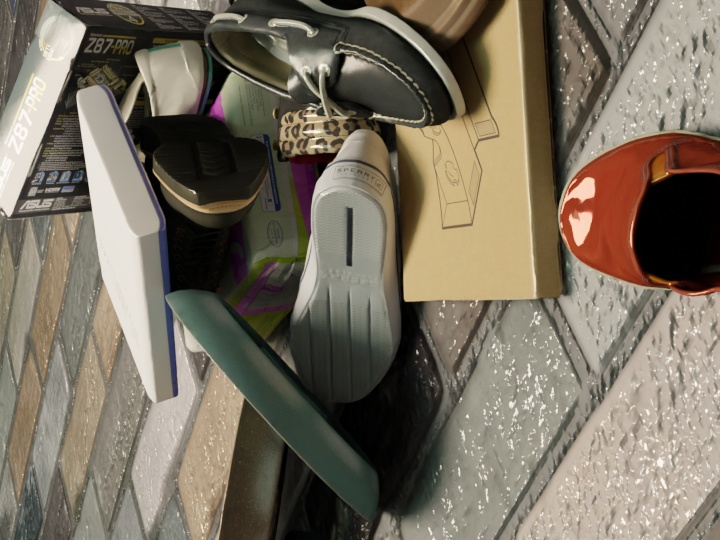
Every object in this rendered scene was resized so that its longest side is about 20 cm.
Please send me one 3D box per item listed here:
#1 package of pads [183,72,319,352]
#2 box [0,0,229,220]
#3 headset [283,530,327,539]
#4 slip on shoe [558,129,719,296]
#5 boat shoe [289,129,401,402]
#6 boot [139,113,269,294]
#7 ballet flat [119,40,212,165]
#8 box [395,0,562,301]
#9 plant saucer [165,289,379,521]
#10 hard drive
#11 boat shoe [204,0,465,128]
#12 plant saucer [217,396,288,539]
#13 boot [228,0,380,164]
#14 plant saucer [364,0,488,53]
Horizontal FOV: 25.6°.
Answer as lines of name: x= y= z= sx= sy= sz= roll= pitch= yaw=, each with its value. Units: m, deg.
package of pads: x=-0.087 y=-0.036 z=1.191 sx=0.200 sy=0.067 sz=0.156 roll=134 pitch=130 yaw=-60
box: x=-0.188 y=-0.122 z=1.212 sx=0.049 sy=0.199 sz=0.162 roll=37 pitch=113 yaw=22
headset: x=-0.030 y=0.286 z=1.127 sx=0.124 sy=0.093 sz=0.202 roll=114 pitch=160 yaw=-53
slip on shoe: x=0.137 y=-0.023 z=0.689 sx=0.200 sy=0.061 sz=0.075 roll=-165 pitch=72 yaw=-67
boat shoe: x=0.000 y=0.000 z=1.013 sx=0.201 sy=0.073 sz=0.067 roll=101 pitch=-174 yaw=-46
boot: x=-0.104 y=-0.021 z=1.073 sx=0.200 sy=0.076 sz=0.140 roll=-126 pitch=35 yaw=-70
ballet flat: x=-0.160 y=-0.082 z=1.193 sx=0.070 sy=0.069 sz=0.202 roll=-123 pitch=40 yaw=-48
box: x=0.060 y=-0.083 z=0.903 sx=0.163 sy=0.021 sz=0.203 roll=176 pitch=90 yaw=-66
plant saucer: x=-0.051 y=0.082 z=1.043 sx=0.200 sy=0.027 sz=0.200 roll=47 pitch=177 yaw=3
hard drive: x=-0.162 y=-0.015 z=1.117 sx=0.201 sy=0.025 sz=0.133 roll=95 pitch=154 yaw=-54
boat shoe: x=-0.019 y=-0.117 z=0.921 sx=0.199 sy=0.060 sz=0.076 roll=29 pitch=151 yaw=50
plant saucer: x=-0.079 y=0.179 z=1.159 sx=0.200 sy=0.036 sz=0.203 roll=9 pitch=-90 yaw=-89
boot: x=-0.041 y=-0.148 z=1.070 sx=0.199 sy=0.072 sz=0.153 roll=1 pitch=94 yaw=61
plant saucer: x=0.041 y=-0.221 z=0.884 sx=0.200 sy=0.029 sz=0.203 roll=-174 pitch=90 yaw=-68
